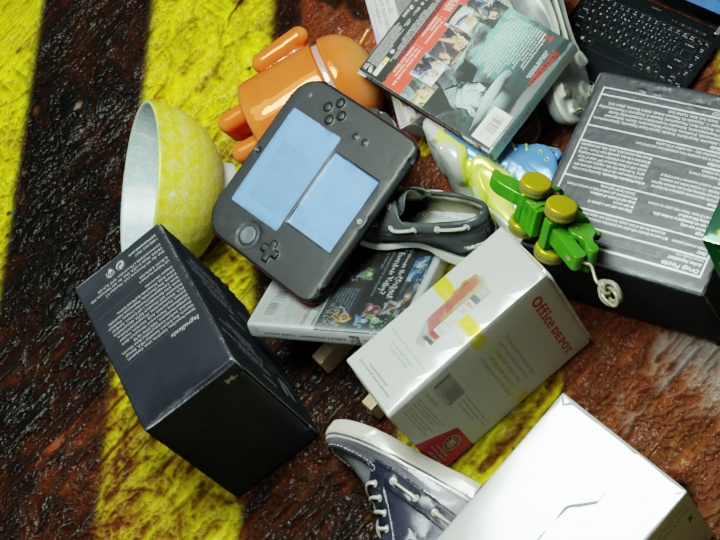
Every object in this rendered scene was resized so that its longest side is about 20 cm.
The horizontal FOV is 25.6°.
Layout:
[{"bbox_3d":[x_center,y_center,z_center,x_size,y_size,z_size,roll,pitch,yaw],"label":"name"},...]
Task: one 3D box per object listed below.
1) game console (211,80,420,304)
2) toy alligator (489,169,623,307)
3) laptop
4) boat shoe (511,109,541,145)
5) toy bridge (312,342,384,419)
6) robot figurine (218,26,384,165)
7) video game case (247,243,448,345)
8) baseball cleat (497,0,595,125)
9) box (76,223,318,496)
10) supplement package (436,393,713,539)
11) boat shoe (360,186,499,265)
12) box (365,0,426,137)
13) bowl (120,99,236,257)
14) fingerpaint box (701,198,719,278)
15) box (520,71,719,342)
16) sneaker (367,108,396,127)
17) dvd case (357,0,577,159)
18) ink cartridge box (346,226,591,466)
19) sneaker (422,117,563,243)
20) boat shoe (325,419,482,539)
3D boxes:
[{"bbox_3d":[-0.051,-0.086,1.650,0.176,0.031,0.201,35,90,37],"label":"game console"},{"bbox_3d":[0.192,-0.035,1.455,0.054,0.060,0.200,-16,45,-30],"label":"toy alligator"},{"bbox_3d":[0.288,-0.283,1.657,0.176,0.103,0.201,32,80,36],"label":"laptop"},{"bbox_3d":[0.123,-0.204,1.716,0.072,0.068,0.201,-36,54,3],"label":"boat shoe"},{"bbox_3d":[-0.020,0.075,1.659,0.067,0.027,0.200,-47,54,-5],"label":"toy bridge"},{"bbox_3d":[-0.057,-0.185,1.767,0.198,0.117,0.145,-29,39,7],"label":"robot figurine"},{"bbox_3d":[0.000,0.000,1.653,0.180,0.024,0.201,3,43,28],"label":"video game case"},{"bbox_3d":[0.187,-0.234,1.694,0.106,0.069,0.203,-27,61,41],"label":"baseball cleat"},{"bbox_3d":[-0.166,0.093,1.616,0.117,0.197,0.201,-37,54,4],"label":"box"},{"bbox_3d":[0.185,0.246,1.412,0.200,0.111,0.155,-48,53,-4],"label":"supplement package"},{"bbox_3d":[0.057,-0.058,1.627,0.198,0.061,0.076,9,47,33],"label":"boat shoe"},{"bbox_3d":[0.046,-0.243,1.750,0.039,0.041,0.202,-31,60,32],"label":"box"},{"bbox_3d":[-0.197,-0.086,1.771,0.106,0.201,0.202,4,56,-19],"label":"bowl"},{"bbox_3d":[0.386,-0.045,1.418,0.073,0.200,0.168,17,72,33],"label":"fingerpaint box"},{"bbox_3d":[0.291,-0.061,1.520,0.198,0.123,0.200,17,72,35],"label":"box"},{"bbox_3d":[-0.035,-0.089,1.709,0.199,0.079,0.074,-32,57,10],"label":"sneaker"},{"bbox_3d":[0.109,-0.220,1.660,0.199,0.022,0.147,35,85,35],"label":"dvd case"},{"bbox_3d":[0.107,0.077,1.524,0.199,0.145,0.084,-40,52,0],"label":"ink cartridge box"},{"bbox_3d":[0.152,-0.105,1.651,0.104,0.076,0.201,-34,65,-6],"label":"sneaker"},{"bbox_3d":[0.029,0.219,1.525,0.198,0.075,0.093,22,67,33],"label":"boat shoe"}]
